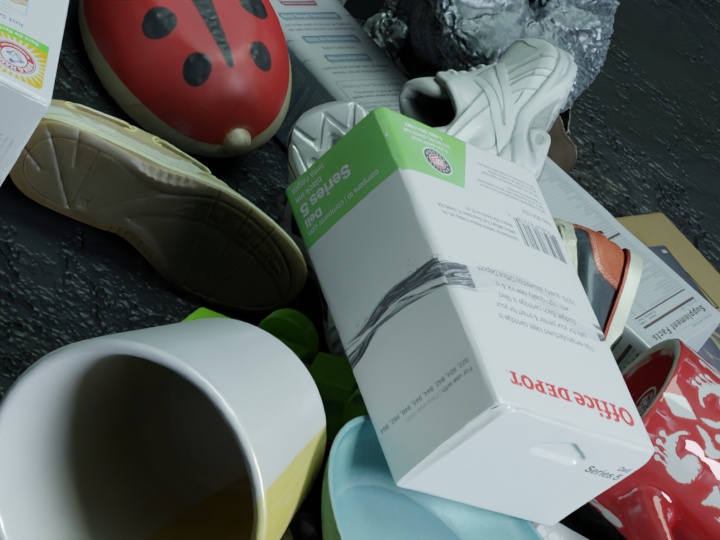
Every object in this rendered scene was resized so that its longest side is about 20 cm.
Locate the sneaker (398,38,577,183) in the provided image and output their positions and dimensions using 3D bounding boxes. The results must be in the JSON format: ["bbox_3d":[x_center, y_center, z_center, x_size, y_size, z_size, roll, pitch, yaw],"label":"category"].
[{"bbox_3d":[0.076,-0.104,1.389,0.099,0.078,0.200,28,31,-3],"label":"sneaker"}]

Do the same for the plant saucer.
[{"bbox_3d":[0.044,0.166,1.134,0.200,0.036,0.201,39,27,-24],"label":"plant saucer"}]

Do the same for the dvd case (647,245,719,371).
[{"bbox_3d":[0.229,0.062,1.546,0.148,0.016,0.201,-5,52,-49],"label":"dvd case"}]

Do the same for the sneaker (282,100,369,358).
[{"bbox_3d":[0.000,0.000,1.378,0.130,0.079,0.201,124,-56,-85],"label":"sneaker"}]

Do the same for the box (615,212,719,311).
[{"bbox_3d":[0.217,0.025,1.622,0.199,0.021,0.164,-7,50,-51],"label":"box"}]

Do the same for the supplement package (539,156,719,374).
[{"bbox_3d":[0.117,0.015,1.442,0.200,0.110,0.113,44,31,15],"label":"supplement package"}]

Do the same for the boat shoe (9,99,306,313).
[{"bbox_3d":[-0.118,-0.045,1.322,0.199,0.074,0.067,33,22,-21],"label":"boat shoe"}]

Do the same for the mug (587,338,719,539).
[{"bbox_3d":[0.227,0.150,1.298,0.200,0.134,0.178,42,13,-8],"label":"mug"}]

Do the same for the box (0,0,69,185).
[{"bbox_3d":[-0.239,-0.132,1.282,0.101,0.113,0.201,26,31,-19],"label":"box"}]

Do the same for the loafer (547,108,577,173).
[{"bbox_3d":[0.123,-0.092,1.615,0.070,0.074,0.200,-3,30,10],"label":"loafer"}]

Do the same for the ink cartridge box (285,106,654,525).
[{"bbox_3d":[0.059,0.027,1.206,0.145,0.084,0.201,20,40,-46],"label":"ink cartridge box"}]

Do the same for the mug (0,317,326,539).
[{"bbox_3d":[-0.090,0.109,1.106,0.148,0.188,0.153,8,14,18],"label":"mug"}]

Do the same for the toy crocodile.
[{"bbox_3d":[-0.022,0.071,1.256,0.198,0.062,0.068,19,26,13],"label":"toy crocodile"}]

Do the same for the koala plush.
[{"bbox_3d":[0.082,-0.185,1.610,0.176,0.200,0.186,-8,85,-23],"label":"koala plush"}]

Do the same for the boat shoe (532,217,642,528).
[{"bbox_3d":[0.111,0.061,1.300,0.062,0.071,0.201,26,62,-10],"label":"boat shoe"}]

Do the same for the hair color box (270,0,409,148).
[{"bbox_3d":[-0.016,-0.118,1.548,0.099,0.061,0.200,-9,52,-51],"label":"hair color box"}]

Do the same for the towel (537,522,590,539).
[{"bbox_3d":[0.084,0.195,1.234,0.199,0.032,0.192,28,31,-12],"label":"towel"}]

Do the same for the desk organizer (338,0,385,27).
[{"bbox_3d":[-0.075,-0.229,1.635,0.199,0.072,0.077,4,39,-43],"label":"desk organizer"}]

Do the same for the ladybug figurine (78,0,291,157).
[{"bbox_3d":[-0.113,-0.162,1.464,0.135,0.072,0.201,-16,59,-26],"label":"ladybug figurine"}]
